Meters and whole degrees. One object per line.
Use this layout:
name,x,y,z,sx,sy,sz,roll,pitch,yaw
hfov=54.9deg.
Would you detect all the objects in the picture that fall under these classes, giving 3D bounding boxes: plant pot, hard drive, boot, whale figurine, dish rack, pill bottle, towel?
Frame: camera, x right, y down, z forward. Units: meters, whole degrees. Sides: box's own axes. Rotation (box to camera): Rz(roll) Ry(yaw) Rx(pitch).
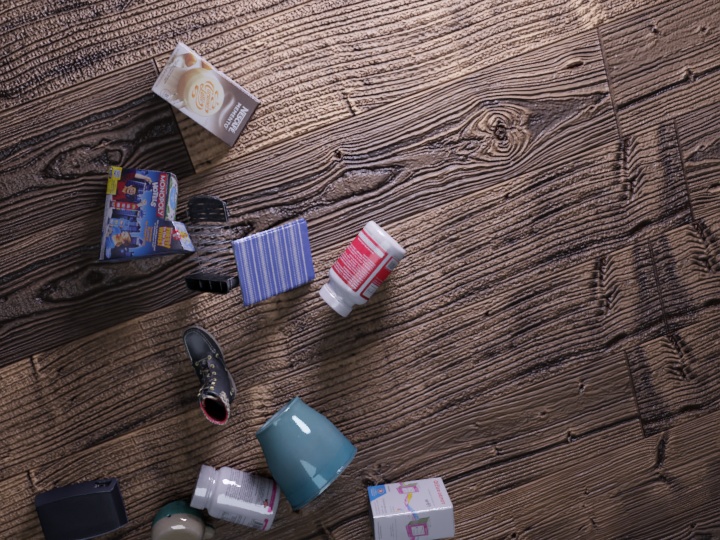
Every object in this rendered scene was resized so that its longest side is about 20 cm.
plant pot,-0.140,0.408,1.602,0.199,0.200,0.189,-40,89,4
hard drive,-0.665,0.577,1.647,0.194,0.042,0.139,-11,104,-4
boot,-0.340,0.233,1.548,0.072,0.154,0.207,-25,105,0
whale figurine,-0.427,0.637,1.674,0.155,0.105,0.203,-17,129,-2
dish rack,-0.329,-0.057,1.494,0.151,0.054,0.206,4,107,38
pill bottle,0.000,0.000,1.555,0.112,0.112,0.201,39,96,-13
towel,-0.188,-0.021,1.525,0.197,0.024,0.149,-22,110,-37
pill bottle,-0.296,0.535,1.644,0.195,0.114,0.116,19,101,-11

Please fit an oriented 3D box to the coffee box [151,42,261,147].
coffee box,-0.319,-0.365,1.450,0.198,0.080,0.116,34,98,-13

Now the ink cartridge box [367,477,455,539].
ink cartridge box,0.121,0.586,1.687,0.194,0.145,0.087,-5,103,-5

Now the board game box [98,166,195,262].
board game box,-0.446,-0.107,1.476,0.194,0.062,0.206,8,90,11
